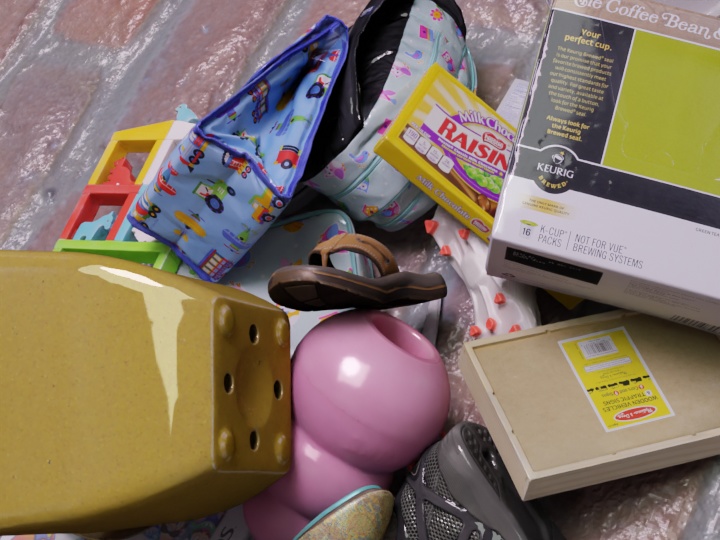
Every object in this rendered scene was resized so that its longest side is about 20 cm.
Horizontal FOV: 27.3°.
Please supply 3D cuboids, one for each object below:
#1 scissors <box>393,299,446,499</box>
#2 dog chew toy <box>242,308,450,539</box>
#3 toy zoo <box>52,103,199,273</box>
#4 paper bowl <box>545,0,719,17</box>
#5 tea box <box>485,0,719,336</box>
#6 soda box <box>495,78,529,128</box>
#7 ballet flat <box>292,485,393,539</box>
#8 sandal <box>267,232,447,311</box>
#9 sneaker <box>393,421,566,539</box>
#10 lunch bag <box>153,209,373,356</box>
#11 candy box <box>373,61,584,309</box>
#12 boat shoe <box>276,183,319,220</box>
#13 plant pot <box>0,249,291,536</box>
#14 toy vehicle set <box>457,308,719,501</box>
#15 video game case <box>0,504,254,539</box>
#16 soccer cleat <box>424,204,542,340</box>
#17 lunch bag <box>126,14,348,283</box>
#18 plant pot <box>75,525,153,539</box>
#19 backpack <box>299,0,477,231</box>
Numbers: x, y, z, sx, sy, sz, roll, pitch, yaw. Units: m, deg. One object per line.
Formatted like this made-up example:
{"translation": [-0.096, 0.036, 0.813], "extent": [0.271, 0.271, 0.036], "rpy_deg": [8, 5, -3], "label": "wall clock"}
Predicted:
{"translation": [0.042, 0.094, 1.180], "extent": [0.072, 0.014, 0.202], "rpy_deg": [-14, 55, 13], "label": "scissors"}
{"translation": [-0.020, 0.129, 1.100], "extent": [0.125, 0.124, 0.201], "rpy_deg": [44, 109, 36], "label": "dog chew toy"}
{"translation": [-0.188, -0.062, 1.288], "extent": [0.130, 0.021, 0.201], "rpy_deg": [1, 55, 31], "label": "toy zoo"}
{"translation": [0.255, -0.270, 1.290], "extent": [0.199, 0.105, 0.202], "rpy_deg": [-10, 54, 14], "label": "paper bowl"}
{"translation": [0.208, -0.076, 1.065], "extent": [0.198, 0.134, 0.199], "rpy_deg": [16, 81, 5], "label": "tea box"}
{"translation": [0.205, -0.092, 1.211], "extent": [0.199, 0.068, 0.064], "rpy_deg": [19, 67, 30], "label": "soda box"}
{"translation": [-0.043, 0.234, 1.065], "extent": [0.200, 0.071, 0.071], "rpy_deg": [-39, 50, 18], "label": "ballet flat"}
{"translation": [0.000, 0.000, 1.100], "extent": [0.081, 0.199, 0.055], "rpy_deg": [-9, 85, 35], "label": "sandal"}
{"translation": [0.091, 0.219, 1.048], "extent": [0.114, 0.076, 0.200], "rpy_deg": [-43, 73, 31], "label": "sneaker"}
{"translation": [-0.077, 0.038, 1.223], "extent": [0.198, 0.077, 0.162], "rpy_deg": [-15, 53, 11], "label": "lunch bag"}
{"translation": [0.111, -0.068, 1.166], "extent": [0.199, 0.026, 0.103], "rpy_deg": [38, 49, -7], "label": "candy box"}
{"translation": [-0.111, -0.076, 1.318], "extent": [0.199, 0.066, 0.074], "rpy_deg": [-29, 52, 0], "label": "boat shoe"}
{"translation": [-0.157, 0.087, 1.042], "extent": [0.198, 0.195, 0.196], "rpy_deg": [-4, 80, 23], "label": "plant pot"}
{"translation": [0.185, 0.088, 1.075], "extent": [0.198, 0.027, 0.125], "rpy_deg": [-10, 51, -16], "label": "toy vehicle set"}
{"translation": [-0.185, 0.211, 1.180], "extent": [0.199, 0.024, 0.183], "rpy_deg": [20, 66, 30], "label": "video game case"}
{"translation": [0.116, 0.024, 1.171], "extent": [0.069, 0.077, 0.202], "rpy_deg": [-40, 59, 38], "label": "soccer cleat"}
{"translation": [-0.080, -0.111, 1.199], "extent": [0.094, 0.151, 0.201], "rpy_deg": [38, 51, -8], "label": "lunch bag"}
{"translation": [-0.192, 0.112, 1.175], "extent": [0.198, 0.027, 0.202], "rpy_deg": [-5, 81, 30], "label": "plant pot"}
{"translation": [0.022, -0.135, 1.251], "extent": [0.167, 0.126, 0.201], "rpy_deg": [-45, 22, 43], "label": "backpack"}
